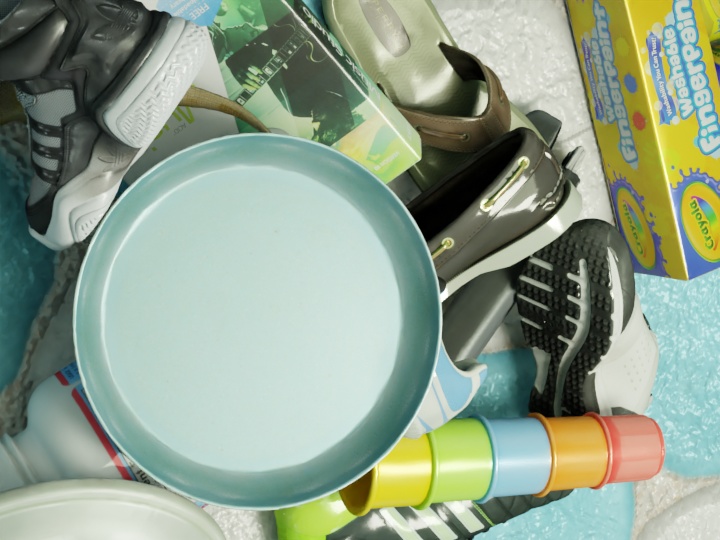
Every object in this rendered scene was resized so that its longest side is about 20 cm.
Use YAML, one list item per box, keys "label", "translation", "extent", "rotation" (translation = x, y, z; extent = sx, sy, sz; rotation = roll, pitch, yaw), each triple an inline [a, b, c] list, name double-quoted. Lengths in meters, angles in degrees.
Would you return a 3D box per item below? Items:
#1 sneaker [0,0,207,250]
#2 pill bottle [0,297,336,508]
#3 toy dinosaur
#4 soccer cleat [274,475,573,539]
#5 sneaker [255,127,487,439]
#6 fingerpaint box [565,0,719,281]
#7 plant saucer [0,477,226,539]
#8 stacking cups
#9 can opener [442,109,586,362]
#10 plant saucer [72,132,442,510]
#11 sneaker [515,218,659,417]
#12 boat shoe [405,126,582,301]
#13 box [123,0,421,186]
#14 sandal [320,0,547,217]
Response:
- label: "sneaker"
  translation: [-0.158, -0.092, 1.240]
  extent: [0.114, 0.200, 0.076]
  rotation: [34, 55, -6]
- label: "pill bottle"
  translation: [-0.114, 0.086, 1.352]
  extent: [0.200, 0.109, 0.109]
  rotation: [-32, 110, -9]
- label: "toy dinosaur"
  translation: [-0.148, -0.104, 1.313]
  extent: [0.199, 0.058, 0.101]
  rotation: [-6, 133, 7]
- label: "soccer cleat"
  translation: [0.040, 0.148, 1.483]
  extent: [0.199, 0.067, 0.081]
  rotation: [-5, 109, -22]
- label: "sneaker"
  translation: [0.000, 0.000, 1.361]
  extent: [0.072, 0.072, 0.200]
  rotation: [-37, 106, -18]
- label: "fingerpaint box"
  translation: [0.233, -0.115, 1.549]
  extent: [0.166, 0.073, 0.201]
  rotation: [-20, 105, -26]
- label: "plant saucer"
  translation: [-0.163, 0.191, 1.310]
  extent: [0.199, 0.050, 0.201]
  rotation: [-11, 140, -9]
- label: "stacking cups"
  translation: [0.084, 0.111, 1.440]
  extent: [0.199, 0.060, 0.061]
  rotation: [-1, 96, -26]
- label: "can opener"
  translation: [0.079, -0.003, 1.498]
  extent: [0.066, 0.053, 0.200]
  rotation: [29, 77, 7]
- label: "plant saucer"
  translation: [-0.056, 0.027, 1.293]
  extent: [0.199, 0.027, 0.201]
  rotation: [0, 92, -13]
- label: "sneaker"
  translation: [0.146, 0.036, 1.495]
  extent: [0.080, 0.074, 0.201]
  rotation: [-39, 147, -30]
- label: "boat shoe"
  translation: [0.031, -0.012, 1.425]
  extent: [0.201, 0.072, 0.061]
  rotation: [-33, 116, 6]
- label: "box"
  translation: [-0.081, -0.098, 1.358]
  extent: [0.144, 0.036, 0.200]
  rotation: [-35, 116, 18]
- label: "sandal"
  translation: [0.048, -0.103, 1.444]
  extent: [0.080, 0.057, 0.201]
  rotation: [-43, 105, -11]
